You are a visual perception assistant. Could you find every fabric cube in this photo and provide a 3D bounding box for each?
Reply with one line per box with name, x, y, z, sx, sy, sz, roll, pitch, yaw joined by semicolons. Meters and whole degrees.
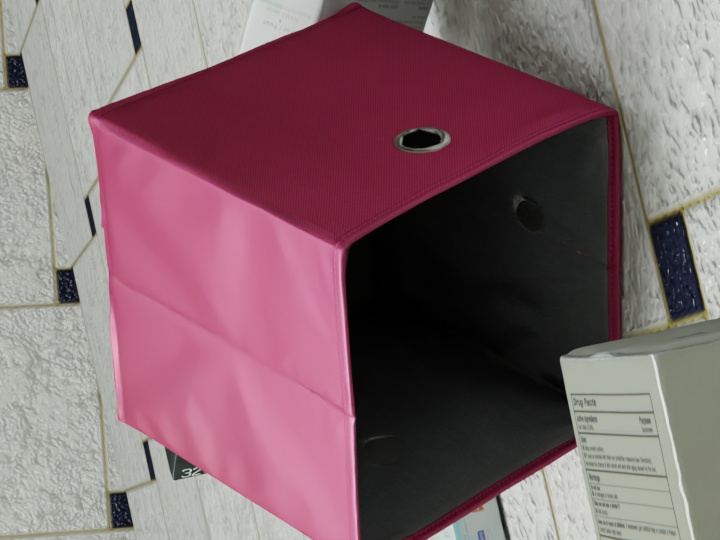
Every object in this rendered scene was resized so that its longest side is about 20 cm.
fabric cube;0.000;0.000;1.304;0.199;0.196;0.200;28;132;41

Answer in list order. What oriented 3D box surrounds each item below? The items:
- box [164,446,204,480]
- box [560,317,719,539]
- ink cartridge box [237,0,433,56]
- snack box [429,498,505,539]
box;-0.035;0.035;1.600;0.149;0.199;0.125;105;152;-63
box;0.168;0.119;1.031;0.128;0.109;0.201;170;89;-77
ink cartridge box;-0.027;-0.093;1.452;0.161;0.050;0.200;-11;-58;-66
snack box;0.059;0.197;1.702;0.200;0.037;0.117;147;111;-76
